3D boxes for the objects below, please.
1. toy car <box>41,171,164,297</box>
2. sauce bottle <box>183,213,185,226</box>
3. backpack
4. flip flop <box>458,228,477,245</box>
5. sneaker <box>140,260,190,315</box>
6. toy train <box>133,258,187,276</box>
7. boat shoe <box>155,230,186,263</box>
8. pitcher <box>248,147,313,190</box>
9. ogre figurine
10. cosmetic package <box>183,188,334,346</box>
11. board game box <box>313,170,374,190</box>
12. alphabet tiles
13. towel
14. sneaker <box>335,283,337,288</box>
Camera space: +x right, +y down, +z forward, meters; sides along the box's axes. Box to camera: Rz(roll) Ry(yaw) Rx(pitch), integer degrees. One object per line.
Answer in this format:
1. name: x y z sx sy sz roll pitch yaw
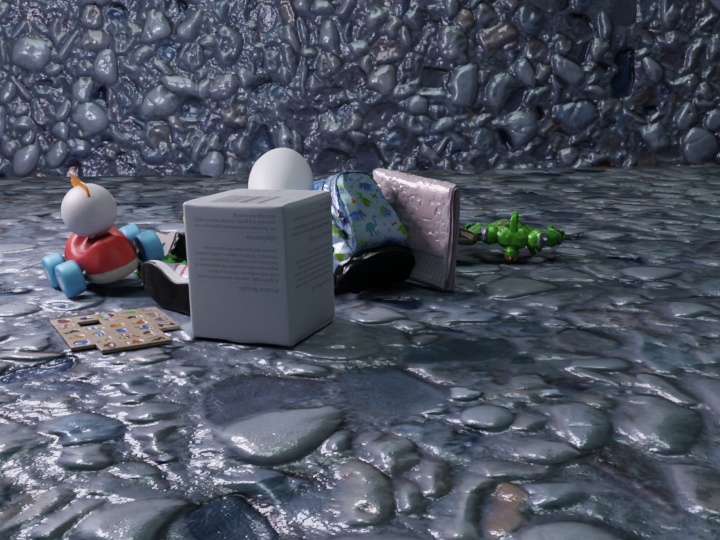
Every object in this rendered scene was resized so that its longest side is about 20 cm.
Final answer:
1. toy car: -0.480 -0.085 1.564 0.184 0.201 0.177 -24 22 -28
2. sauce bottle: -0.308 -0.092 1.695 0.064 0.065 0.200 -3 12 -12
3. backpack: -0.008 -0.077 1.549 0.162 0.154 0.200 -7 44 -34
4. flip flop: 0.146 -0.043 1.795 0.199 0.058 0.081 -12 12 23
5. sneaker: -0.263 0.015 1.449 0.199 0.084 0.120 20 27 38
6. toy train: -0.350 -0.001 1.639 0.199 0.042 0.056 7 0 39
7. boat shoe: -0.362 -0.029 1.740 0.092 0.075 0.200 25 -12 -28
8. pitcher: -0.174 -0.129 1.626 0.171 0.122 0.201 -8 45 12
9. ogre figurine: 0.310 -0.073 1.796 0.199 0.099 0.120 25 11 10
10. cosmetic package: -0.143 -0.011 1.291 0.164 0.201 0.165 4 14 21
11. board game box: 0.013 -0.155 1.892 0.195 0.056 0.200 9 -8 -33
12. alphabet tiles: -0.357 0.088 1.307 0.166 0.008 0.200 -7 14 -28
13. towel: 0.092 -0.076 1.569 0.032 0.192 0.199 -14 23 -42
14. sneaker: -0.082 -0.012 1.558 0.077 0.082 0.199 20 25 41
